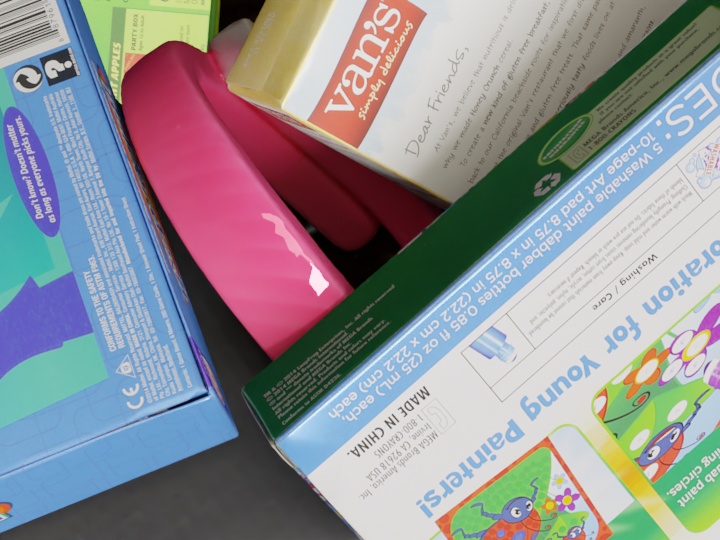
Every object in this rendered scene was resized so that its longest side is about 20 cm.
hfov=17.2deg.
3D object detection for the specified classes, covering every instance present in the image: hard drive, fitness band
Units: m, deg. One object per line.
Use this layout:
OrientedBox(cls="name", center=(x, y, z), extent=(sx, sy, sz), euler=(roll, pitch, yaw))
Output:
OrientedBox(cls="hard drive", center=(-0.082, 0.036, 0.714), extent=(0.135, 0.042, 0.200), euler=(-32, 72, -13))
OrientedBox(cls="fitness band", center=(0.000, 0.000, 0.743), extent=(0.037, 0.200, 0.144), euler=(-37, 48, 13))

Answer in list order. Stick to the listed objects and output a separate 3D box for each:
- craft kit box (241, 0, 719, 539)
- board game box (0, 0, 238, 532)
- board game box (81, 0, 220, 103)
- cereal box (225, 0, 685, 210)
OrientedBox(cls="craft kit box", center=(0.102, 0.041, 0.677), extent=(0.200, 0.049, 0.198), euler=(-40, 113, -1))
OrientedBox(cls="board game box", center=(-0.153, 0.012, 0.675), extent=(0.199, 0.045, 0.153), euler=(-21, 69, 0))
OrientedBox(cls="board game box", center=(-0.096, -0.117, 0.802), extent=(0.101, 0.048, 0.201), euler=(4, 84, -6))
OrientedBox(cls="cereal box", center=(0.071, -0.075, 0.728), extent=(0.199, 0.039, 0.144), euler=(28, 88, -34))
